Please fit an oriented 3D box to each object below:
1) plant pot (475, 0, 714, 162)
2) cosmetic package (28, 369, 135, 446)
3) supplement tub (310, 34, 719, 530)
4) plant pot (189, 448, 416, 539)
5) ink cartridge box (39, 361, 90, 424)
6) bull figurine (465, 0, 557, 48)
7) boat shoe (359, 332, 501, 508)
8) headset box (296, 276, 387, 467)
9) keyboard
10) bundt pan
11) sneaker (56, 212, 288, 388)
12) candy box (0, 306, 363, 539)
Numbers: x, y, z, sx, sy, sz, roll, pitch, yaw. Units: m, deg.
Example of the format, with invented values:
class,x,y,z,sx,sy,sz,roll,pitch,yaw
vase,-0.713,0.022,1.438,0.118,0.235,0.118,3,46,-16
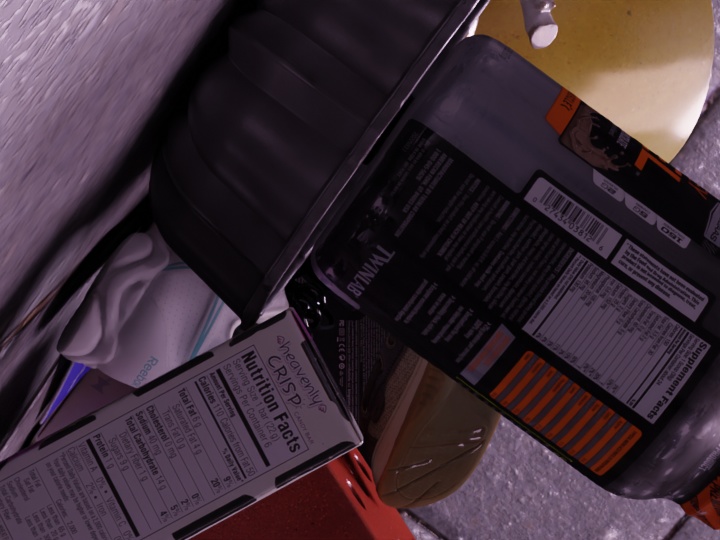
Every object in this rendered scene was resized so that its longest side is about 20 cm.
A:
class,x,y,z,sx,sy,sz,roll,pitch,yaw
plant pot,0.068,-0.124,1.287,0.142,0.200,0.200,-18,153,-43
cosmetic package,-0.161,0.147,1.443,0.073,0.103,0.200,-54,179,-35
supplement tub,0.090,0.008,0.967,0.123,0.200,0.123,-54,-179,1
plant pot,-0.072,0.146,1.145,0.176,0.200,0.200,-34,-178,4
ink cartridge box,-0.087,-0.008,1.283,0.200,0.043,0.198,-54,-179,-23
bull figurine,0.025,-0.103,1.129,0.065,0.121,0.201,-8,129,-35
boat shoe,0.046,0.021,1.122,0.071,0.066,0.201,-2,130,-36
headset box,-0.034,0.068,1.382,0.200,0.075,0.150,140,-50,-78
keyboard,0.000,0.000,1.170,0.104,0.040,0.200,-32,-171,-3
bundt pan,-0.016,-0.078,0.975,0.202,0.076,0.202,-53,180,0
sneaker,-0.070,-0.001,1.108,0.071,0.080,0.200,-56,-176,36
candy box,-0.099,0.087,0.937,0.199,0.061,0.136,-28,178,-3
